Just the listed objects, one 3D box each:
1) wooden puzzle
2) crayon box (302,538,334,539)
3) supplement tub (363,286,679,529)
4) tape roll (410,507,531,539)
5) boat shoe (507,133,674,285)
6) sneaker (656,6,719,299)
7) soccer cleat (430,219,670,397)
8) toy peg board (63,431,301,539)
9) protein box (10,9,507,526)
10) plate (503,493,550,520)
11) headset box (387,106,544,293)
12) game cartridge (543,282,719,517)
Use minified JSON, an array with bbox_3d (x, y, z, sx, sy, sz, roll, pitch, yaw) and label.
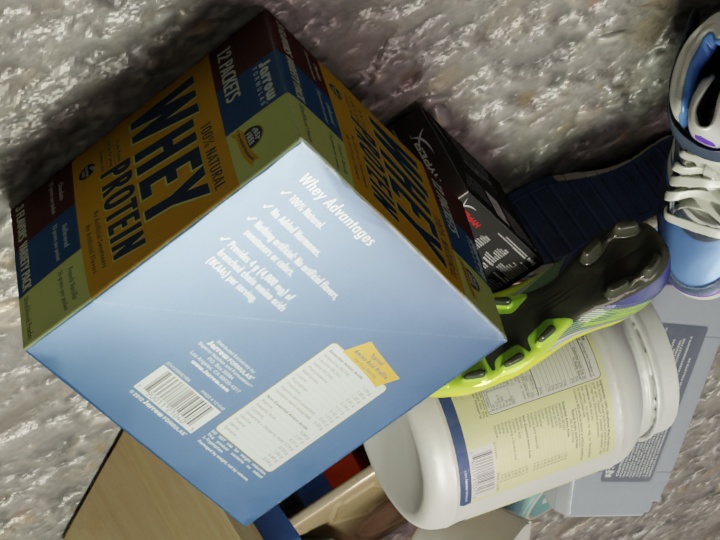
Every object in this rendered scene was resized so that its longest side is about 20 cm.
[{"bbox_3d":[0.034,0.154,1.874,0.200,0.046,0.185,-30,161,13],"label":"wooden puzzle"},{"bbox_3d":[-0.030,0.283,1.908,0.051,0.126,0.200,-2,169,7],"label":"crayon box"},{"bbox_3d":[0.108,0.087,1.698,0.200,0.145,0.145,-18,150,-18],"label":"supplement tub"},{"bbox_3d":[0.060,0.271,1.869,0.203,0.071,0.203,-60,166,-25],"label":"tape roll"},{"bbox_3d":[0.169,-0.029,1.676,0.200,0.072,0.072,-20,152,-15],"label":"boat shoe"},{"bbox_3d":[0.223,-0.074,1.555,0.146,0.080,0.201,-10,118,-66],"label":"sneaker"},{"bbox_3d":[0.117,0.035,1.591,0.200,0.065,0.084,-28,159,-5],"label":"soccer cleat"},{"bbox_3d":[-0.098,0.207,1.708,0.098,0.200,0.199,-15,150,-38],"label":"toy peg board"},{"bbox_3d":[-0.060,0.002,1.387,0.200,0.135,0.199,-36,126,15],"label":"protein box"},{"bbox_3d":[0.178,0.150,1.966,0.200,0.026,0.200,-40,165,-13],"label":"plate"},{"bbox_3d":[0.000,0.000,1.571,0.200,0.077,0.149,-33,152,12],"label":"headset box"},{"bbox_3d":[0.213,0.097,1.878,0.133,0.042,0.200,7,107,-42],"label":"game cartridge"}]
